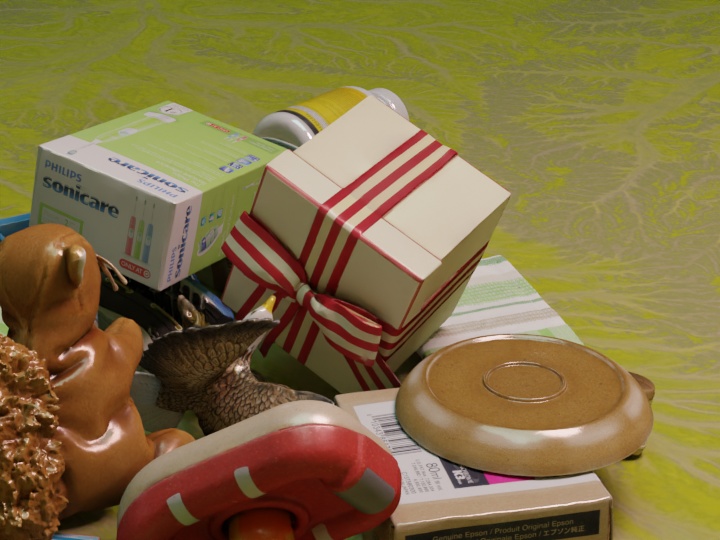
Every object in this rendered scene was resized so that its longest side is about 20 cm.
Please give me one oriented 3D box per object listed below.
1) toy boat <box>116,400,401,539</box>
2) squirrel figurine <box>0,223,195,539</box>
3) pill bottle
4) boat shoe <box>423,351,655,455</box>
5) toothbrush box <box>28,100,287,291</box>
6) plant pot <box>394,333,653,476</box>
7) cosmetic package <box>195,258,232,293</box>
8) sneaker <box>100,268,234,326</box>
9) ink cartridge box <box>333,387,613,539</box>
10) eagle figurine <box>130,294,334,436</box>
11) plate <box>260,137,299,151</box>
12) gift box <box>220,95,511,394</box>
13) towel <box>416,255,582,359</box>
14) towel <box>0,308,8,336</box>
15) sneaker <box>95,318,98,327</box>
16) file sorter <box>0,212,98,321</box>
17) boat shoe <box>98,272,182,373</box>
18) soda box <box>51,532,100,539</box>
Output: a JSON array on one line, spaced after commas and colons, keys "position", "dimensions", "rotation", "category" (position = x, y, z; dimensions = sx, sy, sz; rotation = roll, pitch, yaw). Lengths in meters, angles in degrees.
[{"position": [-0.066, 0.181, 0.985], "dimensions": [0.198, 0.130, 0.132], "rotation": [-25, 52, 20], "category": "toy boat"}, {"position": [-0.217, 0.071, 1.006], "dimensions": [0.140, 0.189, 0.200], "rotation": [7, 23, 23], "category": "squirrel figurine"}, {"position": [-0.030, -0.154, 1.776], "dimensions": [0.111, 0.113, 0.199], "rotation": [17, 29, 34], "category": "pill bottle"}, {"position": [0.144, 0.107, 1.252], "dimensions": [0.198, 0.064, 0.073], "rotation": [10, 14, 25], "category": "boat shoe"}, {"position": [-0.174, -0.072, 1.332], "dimensions": [0.144, 0.087, 0.200], "rotation": [22, 24, 19], "category": "toothbrush box"}, {"position": [0.125, 0.094, 1.143], "dimensions": [0.197, 0.028, 0.200], "rotation": [0, 23, 0], "category": "plant pot"}, {"position": [-0.097, -0.025, 1.489], "dimensions": [0.087, 0.104, 0.199], "rotation": [-31, 36, -32], "category": "cosmetic package"}, {"position": [-0.181, 0.016, 1.439], "dimensions": [0.089, 0.079, 0.199], "rotation": [-14, 29, -41], "category": "sneaker"}, {"position": [0.077, 0.159, 1.121], "dimensions": [0.162, 0.076, 0.200], "rotation": [-7, 24, -12], "category": "ink cartridge box"}, {"position": [-0.107, 0.084, 1.189], "dimensions": [0.150, 0.153, 0.200], "rotation": [4, 14, -19], "category": "eagle figurine"}, {"position": [-0.035, -0.060, 1.518], "dimensions": [0.199, 0.201, 0.026], "rotation": [24, 70, 42], "category": "plate"}, {"position": [0.000, 0.000, 1.277], "dimensions": [0.183, 0.201, 0.186], "rotation": [32, 41, 17], "category": "gift box"}, {"position": [0.106, 0.048, 1.418], "dimensions": [0.147, 0.031, 0.200], "rotation": [-9, 28, -14], "category": "towel"}, {"position": [-0.341, 0.052, 1.113], "dimensions": [0.199, 0.031, 0.150], "rotation": [31, 30, -35], "category": "towel"}, {"position": [-0.218, 0.111, 1.193], "dimensions": [0.081, 0.078, 0.201], "rotation": [-7, 45, -2], "category": "sneaker"}, {"position": [-0.334, 0.052, 1.283], "dimensions": [0.198, 0.140, 0.122], "rotation": [-14, 30, -29], "category": "file sorter"}, {"position": [-0.235, 0.042, 1.392], "dimensions": [0.060, 0.073, 0.200], "rotation": [-15, 35, -40], "category": "boat shoe"}, {"position": [-0.272, 0.213, 1.003], "dimensions": [0.197, 0.069, 0.064], "rotation": [5, 24, 9], "category": "soda box"}]
